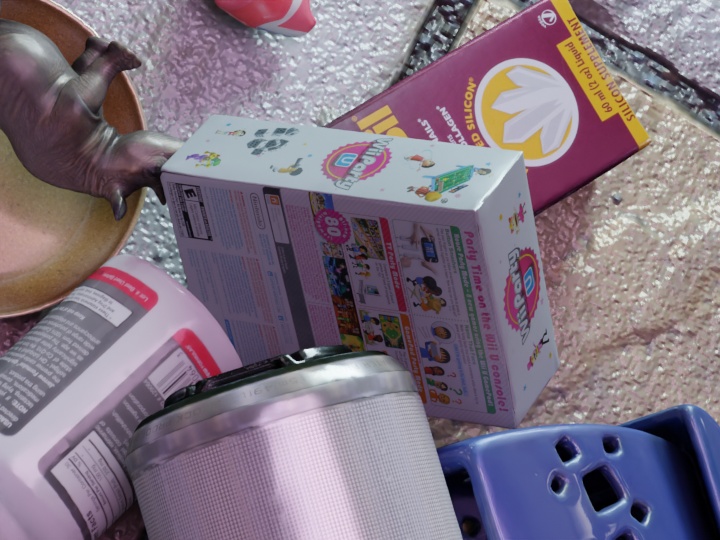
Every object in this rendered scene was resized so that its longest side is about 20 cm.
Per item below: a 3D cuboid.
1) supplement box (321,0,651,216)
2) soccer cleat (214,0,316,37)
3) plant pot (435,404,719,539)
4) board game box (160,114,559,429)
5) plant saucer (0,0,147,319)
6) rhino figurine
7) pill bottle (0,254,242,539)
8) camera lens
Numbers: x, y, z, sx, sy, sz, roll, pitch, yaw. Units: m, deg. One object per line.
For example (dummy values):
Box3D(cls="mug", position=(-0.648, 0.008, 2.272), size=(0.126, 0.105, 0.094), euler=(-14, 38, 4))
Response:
Box3D(cls="supplement box", position=(0.058, -0.068, 1.576), size=(0.200, 0.086, 0.111), euler=(-31, 89, -21))
Box3D(cls="soccer cleat", position=(-0.049, -0.239, 1.601), size=(0.076, 0.067, 0.201), euler=(28, 61, -43))
Box3D(cls="plant pot", position=(0.118, 0.185, 1.485), size=(0.179, 0.200, 0.201), euler=(-13, 82, -27))
Box3D(cls="board game box", position=(0.000, 0.000, 1.458), size=(0.064, 0.199, 0.148), euler=(-50, 139, -43))
Box3D(cls="plant saucer", position=(-0.222, -0.067, 1.511), size=(0.199, 0.035, 0.201), euler=(4, 77, -18))
Box3D(cls="rhino figurine", position=(-0.167, -0.097, 1.485), size=(0.200, 0.060, 0.087), euler=(44, 82, -6))
Box3D(cls="pill bottle", position=(-0.168, 0.093, 1.453), size=(0.200, 0.111, 0.111), euler=(-43, 93, -22))
Box3D(cls="camera lens", position=(-0.026, 0.149, 1.375), size=(0.159, 0.160, 0.201), euler=(-14, 81, -20))
